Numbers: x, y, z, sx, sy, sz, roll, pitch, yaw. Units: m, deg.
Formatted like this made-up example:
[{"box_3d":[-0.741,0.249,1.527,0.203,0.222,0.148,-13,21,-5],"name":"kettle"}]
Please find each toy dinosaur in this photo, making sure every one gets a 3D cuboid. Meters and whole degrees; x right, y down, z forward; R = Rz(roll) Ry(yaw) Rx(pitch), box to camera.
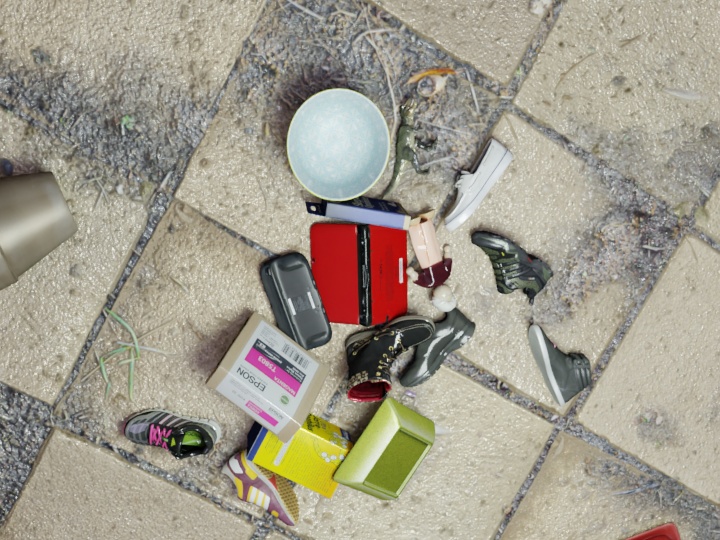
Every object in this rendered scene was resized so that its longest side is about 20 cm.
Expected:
[{"box_3d":[0.103,-0.232,1.576,0.086,0.047,0.205,13,101,5],"name":"toy dinosaur"}]

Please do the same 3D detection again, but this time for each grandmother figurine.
[{"box_3d":[0.144,-0.012,1.608,0.119,0.060,0.204,-23,100,-19],"name":"grandmother figurine"}]

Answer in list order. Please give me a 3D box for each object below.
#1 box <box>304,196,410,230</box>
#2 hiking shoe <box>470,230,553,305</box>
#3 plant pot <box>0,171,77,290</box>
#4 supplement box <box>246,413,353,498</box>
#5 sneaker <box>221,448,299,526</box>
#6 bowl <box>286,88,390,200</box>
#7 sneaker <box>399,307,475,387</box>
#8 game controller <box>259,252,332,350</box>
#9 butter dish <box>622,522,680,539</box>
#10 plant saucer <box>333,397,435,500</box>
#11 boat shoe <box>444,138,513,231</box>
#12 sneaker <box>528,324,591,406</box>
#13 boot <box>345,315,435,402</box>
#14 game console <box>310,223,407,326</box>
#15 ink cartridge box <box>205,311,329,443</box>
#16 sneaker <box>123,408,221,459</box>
[{"box_3d":[-0.008,-0.119,1.543,0.195,0.121,0.033,7,106,-9],"name":"box"},{"box_3d":[0.300,-0.005,1.634,0.197,0.076,0.102,29,93,-13],"name":"hiking shoe"},{"box_3d":[-0.617,-0.092,1.446,0.171,0.199,0.204,-26,105,-19],"name":"plant pot"},{"box_3d":[-0.124,0.357,1.634,0.197,0.109,0.111,28,97,-13],"name":"supplement box"},{"box_3d":[-0.207,0.462,1.671,0.089,0.075,0.202,-30,104,15],"name":"sneaker"},{"box_3d":[-0.047,-0.241,1.520,0.194,0.108,0.206,-2,102,-8],"name":"bowl"},{"box_3d":[0.145,0.156,1.657,0.091,0.076,0.200,45,86,-4],"name":"sneaker"},{"box_3d":[-0.129,0.067,1.605,0.102,0.042,0.204,-19,104,1],"name":"game controller"},{"box_3d":[0.668,0.710,1.799,0.195,0.148,0.205,-18,104,-3],"name":"butter dish"},{"box_3d":[0.065,0.382,1.638,0.202,0.048,0.199,-55,136,-1],"name":"plant saucer"},{"box_3d":[0.221,-0.172,1.598,0.065,0.074,0.202,38,85,-9],"name":"boat shoe"},{"box_3d":[0.427,0.183,1.698,0.098,0.071,0.203,-28,110,-3],"name":"sneaker"},{"box_3d":[0.055,0.175,1.574,0.195,0.152,0.074,-16,125,16],"name":"boot"},{"box_3d":[0.000,0.000,1.624,0.169,0.117,0.206,-11,106,-37],"name":"game console"},{"box_3d":[-0.177,0.205,1.555,0.198,0.166,0.075,37,131,-8],"name":"ink cartridge box"},{"box_3d":[-0.379,0.331,1.604,0.195,0.088,0.076,9,101,-9],"name":"sneaker"}]
